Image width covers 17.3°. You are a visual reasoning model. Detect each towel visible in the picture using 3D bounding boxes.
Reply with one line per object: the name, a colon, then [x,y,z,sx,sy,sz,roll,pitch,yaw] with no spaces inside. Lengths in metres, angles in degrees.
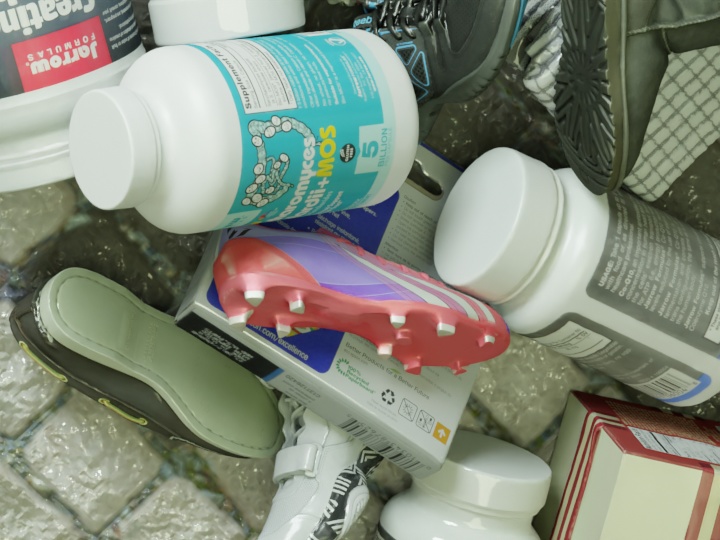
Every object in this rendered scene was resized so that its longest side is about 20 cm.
towel: [0.198,-0.161,1.513,0.200,0.086,0.165,-46,132,9]

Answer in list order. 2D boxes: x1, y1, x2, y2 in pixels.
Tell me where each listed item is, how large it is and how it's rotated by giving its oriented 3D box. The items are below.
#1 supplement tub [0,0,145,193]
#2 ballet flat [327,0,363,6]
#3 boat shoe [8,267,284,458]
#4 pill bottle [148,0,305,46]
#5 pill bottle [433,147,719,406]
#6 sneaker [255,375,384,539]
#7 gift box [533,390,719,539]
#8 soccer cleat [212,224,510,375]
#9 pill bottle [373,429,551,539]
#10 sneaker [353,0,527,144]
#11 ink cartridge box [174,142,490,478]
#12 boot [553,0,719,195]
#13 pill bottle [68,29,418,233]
supplement tub: [-0.211,-0.161,1.442,0.140,0.140,0.201,-16,106,-4]
ballet flat: [0.048,-0.188,1.514,0.199,0.064,0.076,1,102,-9]
boat shoe: [-0.138,0.067,1.555,0.201,0.072,0.060,36,141,-26]
pill bottle: [-0.093,-0.243,1.443,0.113,0.113,0.201,-9,99,-6]
pill bottle: [0.153,0.003,1.533,0.199,0.114,0.114,25,99,-27]
sneaker: [-0.038,0.104,1.543,0.115,0.075,0.200,42,59,-8]
gift box: [0.219,0.206,1.580,0.199,0.185,0.188,15,100,-6]
soccer cleat: [0.003,0.011,1.466,0.199,0.077,0.067,11,145,-22]
pill bottle: [0.058,0.216,1.591,0.116,0.116,0.201,13,102,-12]
sneaker: [0.039,-0.142,1.468,0.082,0.200,0.073,27,55,-14]
ink cartridge box: [0.000,0.000,1.534,0.197,0.047,0.201,33,55,-15]
boot: [0.219,-0.147,1.441,0.199,0.073,0.182,-19,133,-24]
pill bottle: [-0.071,-0.082,1.409,0.199,0.111,0.111,-10,108,-36]
